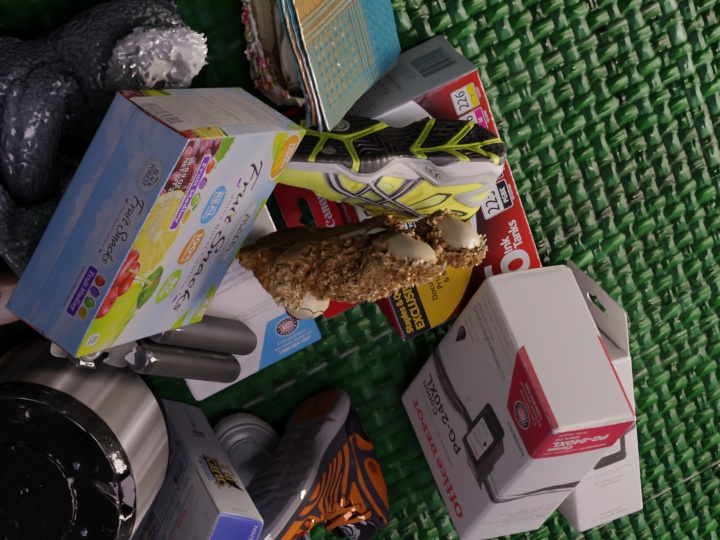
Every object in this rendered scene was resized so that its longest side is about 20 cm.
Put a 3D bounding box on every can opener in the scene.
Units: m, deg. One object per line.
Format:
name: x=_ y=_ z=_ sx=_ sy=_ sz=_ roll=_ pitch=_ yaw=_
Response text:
can opener: x=-0.163 y=0.043 z=1.484 sx=0.200 sy=0.067 sz=0.053 roll=12 pitch=113 yaw=-54

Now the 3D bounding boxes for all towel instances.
towel: x=-0.025 y=-0.221 z=1.468 sx=0.022 sy=0.147 sz=0.201 roll=0 pitch=118 yaw=29

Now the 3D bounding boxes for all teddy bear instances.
teddy bear: x=0.000 y=0.000 z=1.463 sx=0.199 sy=0.145 sz=0.067 roll=-10 pitch=102 yaw=26

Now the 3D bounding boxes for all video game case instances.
video game case: x=-0.156 y=0.234 z=1.602 sx=0.045 sy=0.181 sz=0.200 roll=15 pitch=109 yaw=-28

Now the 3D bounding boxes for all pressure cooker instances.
pressure cooker: x=-0.237 y=0.145 z=1.524 sx=0.175 sy=0.200 sz=0.179 roll=-13 pitch=102 yaw=11

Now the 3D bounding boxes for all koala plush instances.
koala plush: x=-0.202 y=-0.125 z=1.417 sx=0.200 sy=0.177 sz=0.184 roll=-32 pitch=108 yaw=0

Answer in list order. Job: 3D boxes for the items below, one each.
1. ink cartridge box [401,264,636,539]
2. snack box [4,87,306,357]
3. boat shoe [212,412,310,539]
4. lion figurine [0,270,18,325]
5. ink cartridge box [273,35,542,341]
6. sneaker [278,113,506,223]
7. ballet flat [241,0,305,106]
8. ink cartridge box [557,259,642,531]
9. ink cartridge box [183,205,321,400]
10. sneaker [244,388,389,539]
ink cartridge box: x=0.124 y=0.112 z=1.625 sx=0.083 sy=0.146 sz=0.200 roll=-8 pitch=151 yaw=-28
snack box: x=-0.135 y=-0.038 z=1.360 sx=0.068 sy=0.200 sz=0.169 roll=33 pitch=106 yaw=13
boat shoe: x=-0.073 y=0.212 z=1.689 sx=0.070 sy=0.072 sz=0.201 roll=-23 pitch=121 yaw=-10
lion figurine: x=-0.268 y=0.017 z=1.505 sx=0.200 sy=0.122 sz=0.073 roll=2 pitch=102 yaw=-37
ink cartridge box: x=0.030 y=-0.055 z=1.591 sx=0.175 sy=0.084 sz=0.200 roll=-26 pitch=121 yaw=-7
sneaker: x=0.009 y=-0.068 z=1.487 sx=0.199 sy=0.075 sz=0.077 roll=4 pitch=125 yaw=-14
ballet flat: x=-0.058 y=-0.212 z=1.490 sx=0.075 sy=0.064 sz=0.201 roll=-19 pitch=120 yaw=-12
ink cartridge box: x=0.182 y=0.106 z=1.713 sx=0.068 sy=0.116 sz=0.201 roll=-17 pitch=119 yaw=-15
ink cartridge box: x=-0.122 y=-0.012 z=1.560 sx=0.115 sy=0.068 sz=0.200 roll=-27 pitch=122 yaw=-8
sneaker: x=-0.030 y=0.195 z=1.630 sx=0.077 sy=0.200 sz=0.112 roll=-17 pitch=116 yaw=38
